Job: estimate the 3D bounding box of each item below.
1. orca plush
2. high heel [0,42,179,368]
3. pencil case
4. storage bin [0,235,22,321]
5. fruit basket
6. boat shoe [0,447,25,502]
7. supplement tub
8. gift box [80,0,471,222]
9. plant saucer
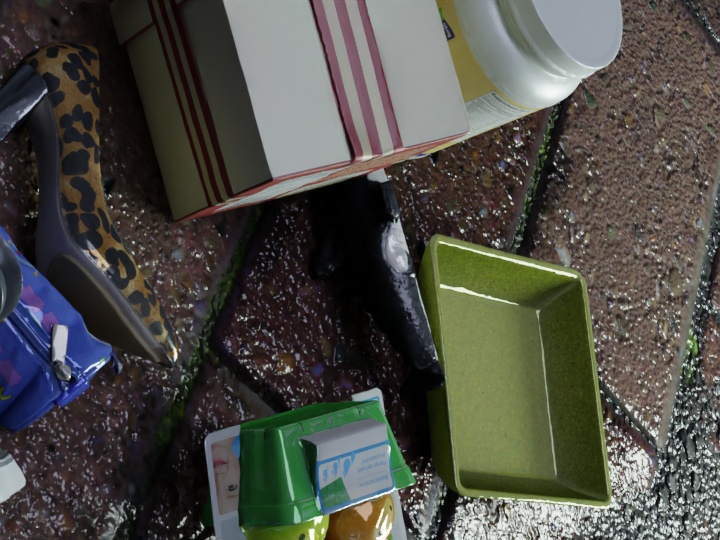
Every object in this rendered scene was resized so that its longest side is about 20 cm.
[{"bbox_3d":[0.000,0.000,1.261,0.105,0.071,0.201,-174,-112,-85],"label":"orca plush"},{"bbox_3d":[-0.155,-0.047,1.072,0.200,0.071,0.143,48,51,-13],"label":"high heel"},{"bbox_3d":[-0.223,0.001,0.971,0.078,0.087,0.201,-42,108,-25],"label":"pencil case"},{"bbox_3d":[-0.271,-0.009,0.800,0.200,0.145,0.135,49,25,-15],"label":"storage bin"},{"bbox_3d":[-0.021,0.189,1.121,0.185,0.093,0.202,-9,85,-50],"label":"fruit basket"},{"bbox_3d":[-0.212,0.099,0.874,0.068,0.200,0.057,-24,90,-14],"label":"boat shoe"},{"bbox_3d":[0.083,-0.179,1.299,0.145,0.199,0.146,21,60,-42],"label":"supplement tub"},{"bbox_3d":[-0.064,-0.146,1.140,0.184,0.199,0.188,-15,90,-36],"label":"gift box"},{"bbox_3d":[0.112,0.087,1.345,0.199,0.048,0.202,13,67,-46],"label":"plant saucer"}]
